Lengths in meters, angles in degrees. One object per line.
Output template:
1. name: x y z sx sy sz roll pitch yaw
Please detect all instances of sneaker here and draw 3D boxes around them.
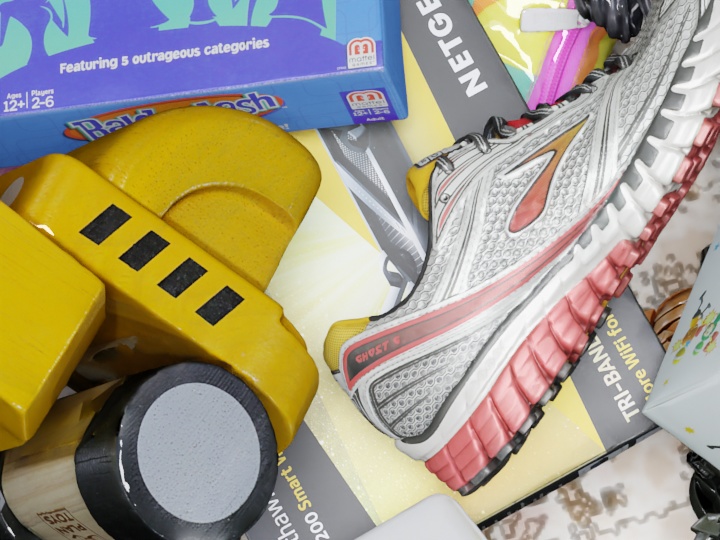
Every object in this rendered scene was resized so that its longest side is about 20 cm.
1. sneaker: 0.060 -0.029 0.922 0.082 0.078 0.200 34 86 6

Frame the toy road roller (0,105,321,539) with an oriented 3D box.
1. toy road roller: -0.102 -0.003 0.891 0.200 0.123 0.146 37 63 -21

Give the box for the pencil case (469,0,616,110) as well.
1. pencil case: 0.037 -0.037 1.056 0.088 0.088 0.200 21 88 5

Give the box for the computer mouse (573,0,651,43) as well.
1. computer mouse: 0.161 -0.086 1.052 0.200 0.053 0.139 38 57 -17

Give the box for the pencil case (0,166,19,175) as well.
1. pencil case: -0.071 -0.058 1.068 0.083 0.087 0.200 41 88 -11

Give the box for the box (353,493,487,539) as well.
1. box: 0.016 0.226 0.932 0.171 0.199 0.200 -30 59 -13

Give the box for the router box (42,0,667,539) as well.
1. router box: 0.000 0.000 0.989 0.157 0.052 0.200 -30 82 0

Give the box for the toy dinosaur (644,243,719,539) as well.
1. toy dinosaur: 0.141 0.051 1.054 0.200 0.102 0.136 -24 65 17

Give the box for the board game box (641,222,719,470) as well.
1. board game box: 0.199 0.001 0.977 0.148 0.064 0.200 36 57 -17

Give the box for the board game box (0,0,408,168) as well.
1. board game box: -0.065 -0.142 0.977 0.152 0.045 0.200 -7 68 9

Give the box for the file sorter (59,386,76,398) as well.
1. file sorter: -0.173 0.084 0.995 0.139 0.125 0.200 -32 97 25
